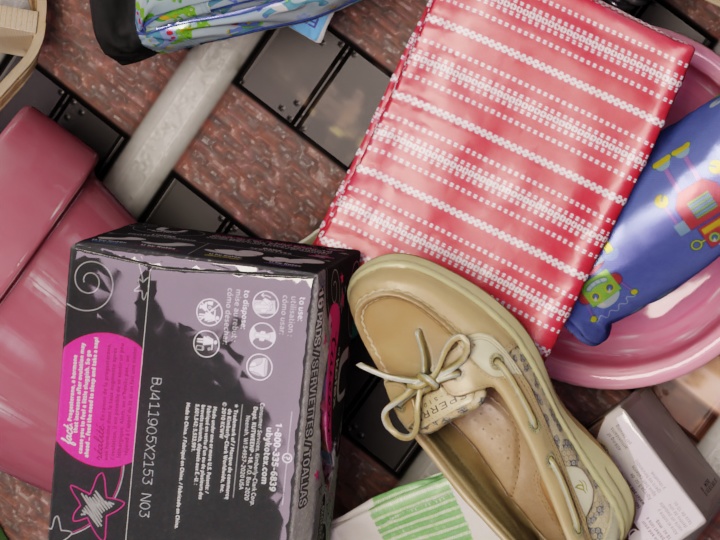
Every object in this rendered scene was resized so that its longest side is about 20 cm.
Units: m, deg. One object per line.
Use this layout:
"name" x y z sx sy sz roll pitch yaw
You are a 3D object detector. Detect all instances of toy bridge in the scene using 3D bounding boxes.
"toy bridge" -0.215 -0.140 1.346 0.067 0.027 0.201 9 57 -13

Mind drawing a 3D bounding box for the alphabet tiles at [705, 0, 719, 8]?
"alphabet tiles" 0.159 -0.243 1.234 0.199 0.008 0.168 28 91 20

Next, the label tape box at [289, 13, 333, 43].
"label tape box" -0.030 -0.251 1.327 0.143 0.066 0.201 30 104 11

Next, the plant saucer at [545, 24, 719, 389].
"plant saucer" 0.141 -0.037 1.306 0.199 0.051 0.202 1 94 15

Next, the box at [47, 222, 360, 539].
"box" -0.078 0.085 1.198 0.131 0.115 0.202 7 99 10

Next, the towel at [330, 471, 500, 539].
"towel" 0.011 0.200 1.255 0.199 0.023 0.153 -25 86 15

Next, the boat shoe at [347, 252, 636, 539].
"boat shoe" 0.063 0.077 1.181 0.200 0.063 0.073 47 129 -10

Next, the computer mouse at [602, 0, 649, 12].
"computer mouse" 0.205 -0.222 1.248 0.199 0.053 0.140 -17 76 15

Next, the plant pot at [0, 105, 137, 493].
"plant pot" -0.174 0.038 1.329 0.179 0.200 0.200 37 102 -8

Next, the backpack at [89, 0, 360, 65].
"backpack" -0.049 -0.200 1.243 0.198 0.154 0.165 -3 89 3

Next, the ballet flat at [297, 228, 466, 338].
"ballet flat" 0.000 0.000 1.309 0.199 0.071 0.071 -30 86 42

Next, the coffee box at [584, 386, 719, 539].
"coffee box" 0.096 0.157 1.299 0.200 0.113 0.080 -39 84 13

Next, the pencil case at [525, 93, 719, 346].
"pencil case" 0.177 -0.045 1.230 0.199 0.087 0.078 -36 106 15

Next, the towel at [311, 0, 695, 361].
"towel" 0.068 -0.054 1.213 0.144 0.022 0.201 29 100 17

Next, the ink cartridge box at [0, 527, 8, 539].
"ink cartridge box" -0.296 0.133 1.378 0.084 0.145 0.201 -32 86 14
